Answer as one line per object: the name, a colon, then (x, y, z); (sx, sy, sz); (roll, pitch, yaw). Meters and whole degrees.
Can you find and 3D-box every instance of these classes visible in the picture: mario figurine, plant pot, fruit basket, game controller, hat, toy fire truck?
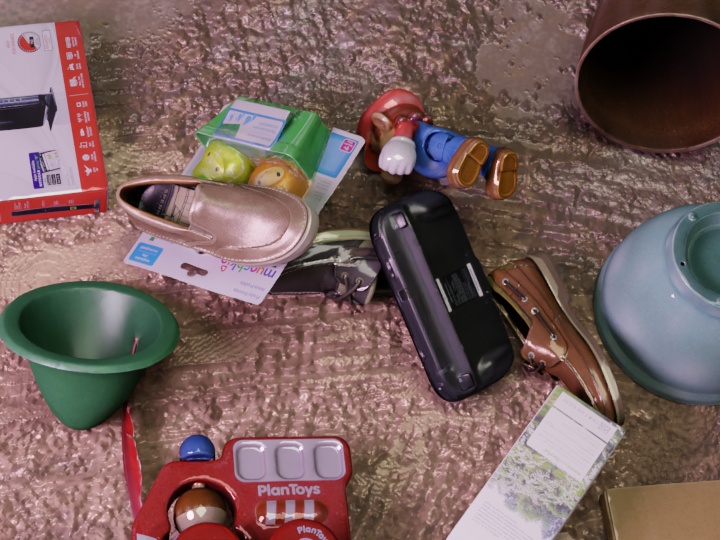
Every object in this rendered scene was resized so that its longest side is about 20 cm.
mario figurine: (0.064, -0.105, 1.713); (0.106, 0.124, 0.200); (-42, 35, -16)
plant pot: (0.342, 0.014, 1.702); (0.200, 0.134, 0.201); (4, 62, -7)
fruit basket: (-0.116, -0.072, 1.664); (0.185, 0.094, 0.200); (17, 60, 37)
game controller: (0.080, 0.023, 1.668); (0.104, 0.042, 0.201); (-25, 94, -44)
plant pot: (0.324, -0.260, 1.828); (0.186, 0.187, 0.200); (13, 48, -3)
hat: (-0.255, 0.130, 1.608); (0.165, 0.177, 0.200); (5, 25, -5)
toy fire truck: (-0.103, 0.225, 1.535); (0.199, 0.112, 0.168); (0, 57, -10)

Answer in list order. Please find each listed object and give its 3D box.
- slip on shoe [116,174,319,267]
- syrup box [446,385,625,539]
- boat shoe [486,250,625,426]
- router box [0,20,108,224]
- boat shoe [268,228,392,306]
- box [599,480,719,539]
slip on shoe: (-0.134, -0.053, 1.592); (0.199, 0.061, 0.076); (14, 80, 30)
syrup box: (0.155, 0.212, 1.599); (0.079, 0.082, 0.200); (34, 63, 10)
boat shoe: (0.186, 0.077, 1.685); (0.068, 0.072, 0.200); (-19, 59, -14)
router box: (-0.351, -0.143, 1.710); (0.179, 0.049, 0.201); (-8, 65, -13)
boat shoe: (0.000, 0.000, 1.686); (0.200, 0.072, 0.066); (-9, 60, -19)
box: (0.321, 0.295, 1.619); (0.163, 0.021, 0.201); (-3, 64, -11)
